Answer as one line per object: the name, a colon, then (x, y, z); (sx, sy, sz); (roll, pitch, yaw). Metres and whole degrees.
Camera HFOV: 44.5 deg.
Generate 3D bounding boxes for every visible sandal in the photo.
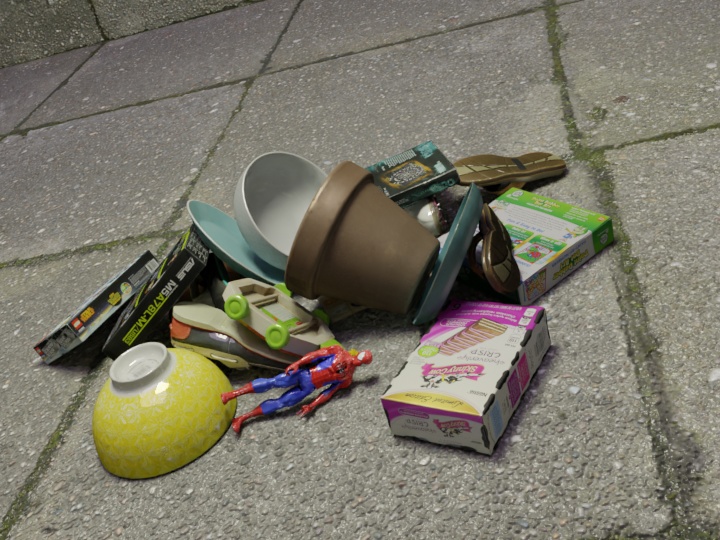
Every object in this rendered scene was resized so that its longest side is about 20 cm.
sandal: (0.169, -0.026, 1.175); (0.054, 0.082, 0.201); (-30, 25, 17)
sandal: (0.243, -0.154, 1.453); (0.196, 0.055, 0.081); (-6, 35, -10)

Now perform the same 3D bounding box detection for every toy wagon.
toy wagon: (-0.094, 0.075, 1.197); (0.199, 0.040, 0.155); (34, 15, 14)

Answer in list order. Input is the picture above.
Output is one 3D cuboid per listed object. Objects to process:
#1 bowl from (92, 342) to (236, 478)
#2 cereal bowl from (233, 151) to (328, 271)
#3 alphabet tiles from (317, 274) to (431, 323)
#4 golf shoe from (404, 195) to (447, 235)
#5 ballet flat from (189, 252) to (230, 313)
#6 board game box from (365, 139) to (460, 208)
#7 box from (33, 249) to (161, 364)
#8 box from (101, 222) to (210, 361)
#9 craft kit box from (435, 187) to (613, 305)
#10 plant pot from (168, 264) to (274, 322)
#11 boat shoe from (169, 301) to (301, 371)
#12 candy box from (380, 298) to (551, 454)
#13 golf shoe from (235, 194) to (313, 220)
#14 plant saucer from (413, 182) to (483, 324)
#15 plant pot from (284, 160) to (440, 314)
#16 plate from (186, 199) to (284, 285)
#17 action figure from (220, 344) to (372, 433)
bowl: (-0.272, 0.161, 1.154); (0.197, 0.109, 0.201); (-14, 31, 8)
cereal bowl: (-0.118, -0.083, 1.400); (0.083, 0.200, 0.201); (-37, 10, 46)
alphabet tiles: (0.000, 0.000, 1.369); (0.165, 0.008, 0.200); (-24, 31, -10)
golf shoe: (0.077, -0.089, 1.415); (0.091, 0.073, 0.200); (-27, 22, -7)
ballet flat: (-0.216, 0.040, 1.323); (0.068, 0.068, 0.200); (-35, 31, -4)
board game box: (0.077, -0.152, 1.417); (0.133, 0.028, 0.200); (-23, 22, 2)
box: (-0.421, 0.057, 1.415); (0.136, 0.040, 0.200); (-28, 17, 44)
box: (-0.297, 0.029, 1.311); (0.194, 0.047, 0.200); (-48, 14, 5)
craft kit box: (0.227, -0.039, 1.277); (0.196, 0.049, 0.199); (-35, 35, -22)
plant pot: (-0.221, 0.028, 1.421); (0.197, 0.028, 0.201); (-14, 30, 8)
boat shoe: (-0.174, 0.103, 1.219); (0.197, 0.063, 0.071); (18, 25, 10)
candy box: (0.130, 0.118, 1.054); (0.135, 0.062, 0.200); (4, 37, 33)
golf shoe: (-0.117, -0.095, 1.525); (0.196, 0.080, 0.097); (-7, 14, 4)
plant saucer: (0.120, -0.018, 1.163); (0.027, 0.202, 0.201); (22, 39, 3)
plant pot: (0.012, -0.026, 1.229); (0.173, 0.202, 0.201); (27, 44, 10)
plate: (-0.193, -0.036, 1.354); (0.026, 0.199, 0.201); (-48, 29, 10)
action figure: (-0.076, 0.145, 1.121); (0.197, 0.066, 0.052); (-23, 8, -6)
